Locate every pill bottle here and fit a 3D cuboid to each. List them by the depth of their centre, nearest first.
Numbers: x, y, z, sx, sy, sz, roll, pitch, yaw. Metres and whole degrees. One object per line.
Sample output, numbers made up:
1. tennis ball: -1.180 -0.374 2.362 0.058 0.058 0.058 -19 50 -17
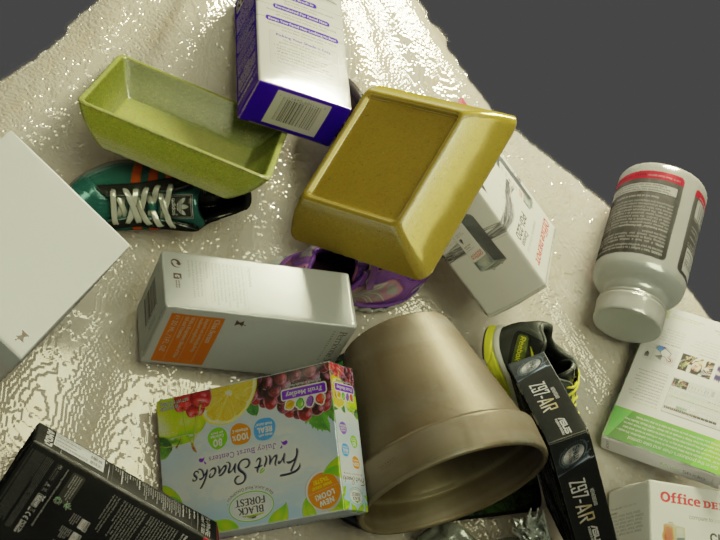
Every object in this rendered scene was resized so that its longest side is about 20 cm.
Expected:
1. pill bottle: 0.340 -0.019 1.754 0.111 0.111 0.200 29 62 -16

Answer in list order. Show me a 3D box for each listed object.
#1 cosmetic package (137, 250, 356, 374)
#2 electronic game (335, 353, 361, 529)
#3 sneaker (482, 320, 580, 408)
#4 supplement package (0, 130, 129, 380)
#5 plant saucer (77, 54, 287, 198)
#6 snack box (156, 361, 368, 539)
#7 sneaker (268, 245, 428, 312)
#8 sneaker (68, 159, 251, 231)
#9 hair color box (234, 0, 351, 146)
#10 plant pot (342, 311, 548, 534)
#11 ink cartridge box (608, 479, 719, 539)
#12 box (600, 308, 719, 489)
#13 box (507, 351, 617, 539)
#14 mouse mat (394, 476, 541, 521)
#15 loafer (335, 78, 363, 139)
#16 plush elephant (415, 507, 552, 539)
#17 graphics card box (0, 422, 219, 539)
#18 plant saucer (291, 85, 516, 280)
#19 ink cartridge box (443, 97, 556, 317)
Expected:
1. cosmetic package: -0.116 0.048 1.490 0.200 0.102 0.071 6 51 -21
2. electronic game: 0.024 0.179 1.563 0.200 0.042 0.201 9 68 -24
3. sneaker: 0.210 0.139 1.622 0.200 0.085 0.075 55 38 -21
4. supplement package: -0.338 0.004 1.346 0.152 0.200 0.151 45 59 -7
5. plant saucer: -0.181 -0.140 1.506 0.200 0.048 0.200 22 21 -5
6. snack box: -0.097 0.178 1.417 0.053 0.200 0.143 21 58 -60
7. sneaker: 0.000 0.000 1.588 0.200 0.088 0.081 -8 75 -30
8. sneaker: -0.204 -0.075 1.502 0.200 0.080 0.072 -13 112 -30
9. hair color box: -0.076 -0.235 1.607 0.109 0.065 0.200 16 45 -22
10. plant pot: 0.062 0.143 1.469 0.200 0.200 0.174 -7 60 -29
11. ink cartridge box: 0.359 0.345 1.651 0.145 0.083 0.200 12 67 -24
12. box: 0.381 0.143 1.722 0.144 0.036 0.200 19 58 18
13. box: 0.214 0.210 1.538 0.043 0.160 0.200 -19 117 -1
14. mouse mat: 0.109 0.188 1.589 0.200 0.008 0.161 0 73 -37
15. loafer: -0.003 -0.126 1.637 0.071 0.073 0.200 -24 68 6
16. plush elephant: 0.132 0.337 1.507 0.165 0.154 0.200 -92 166 -57
17. graphics card box: -0.246 0.244 1.361 0.200 0.051 0.126 31 101 -15
18. plant saucer: 0.032 -0.105 1.512 0.048 0.200 0.200 44 71 -46
19. ink cartridge box: 0.126 -0.070 1.626 0.200 0.085 0.146 54 25 -17
